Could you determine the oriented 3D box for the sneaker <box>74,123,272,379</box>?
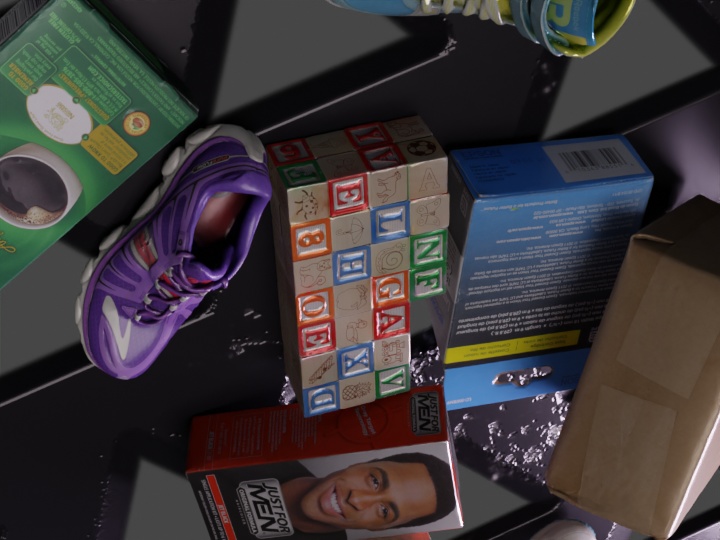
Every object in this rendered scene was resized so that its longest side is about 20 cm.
[{"bbox_3d":[-0.125,-0.003,0.862,0.080,0.084,0.201,19,116,-31],"label":"sneaker"}]

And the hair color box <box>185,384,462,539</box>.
[{"bbox_3d":[-0.025,0.155,0.996,0.197,0.062,0.103,-9,129,6],"label":"hair color box"}]

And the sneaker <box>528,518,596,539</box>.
[{"bbox_3d":[0.160,0.314,1.170,0.077,0.080,0.201,45,69,-18],"label":"sneaker"}]

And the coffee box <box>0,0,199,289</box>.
[{"bbox_3d":[-0.213,-0.077,0.797,0.199,0.044,0.123,-40,128,9],"label":"coffee box"}]

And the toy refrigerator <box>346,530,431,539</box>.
[{"bbox_3d":[0.024,0.241,1.023,0.069,0.201,0.077,-15,130,-11],"label":"toy refrigerator"}]

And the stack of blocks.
[{"bbox_3d":[0.000,0.000,0.930,0.113,0.059,0.202,-12,128,-14],"label":"stack of blocks"}]

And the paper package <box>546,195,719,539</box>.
[{"bbox_3d":[0.239,0.066,0.968,0.190,0.102,0.203,-25,135,-58],"label":"paper package"}]

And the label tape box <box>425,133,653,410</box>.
[{"bbox_3d":[0.125,0.003,0.979,0.142,0.064,0.202,-7,130,-17],"label":"label tape box"}]

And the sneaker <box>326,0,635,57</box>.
[{"bbox_3d":[0.077,-0.177,0.786,0.197,0.131,0.080,-12,130,-13],"label":"sneaker"}]
